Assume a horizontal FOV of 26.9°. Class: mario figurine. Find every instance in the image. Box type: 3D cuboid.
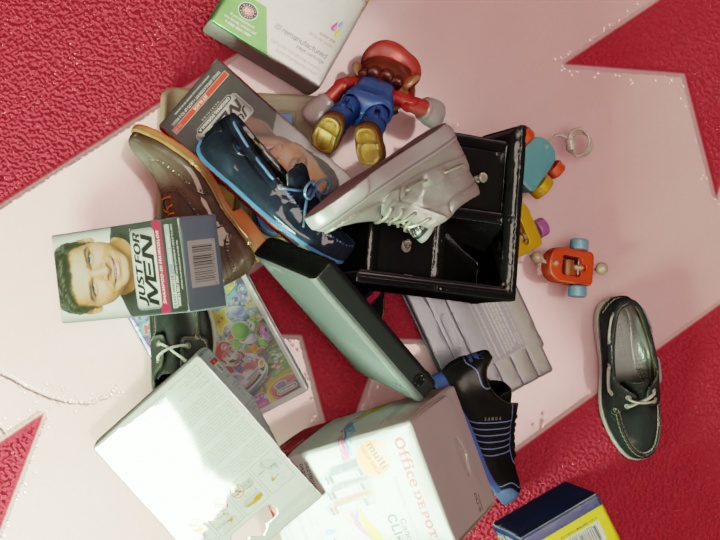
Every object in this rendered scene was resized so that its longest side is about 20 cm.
[{"bbox_3d":[0.016,-0.174,1.685,0.123,0.106,0.200,46,37,-11],"label":"mario figurine"}]

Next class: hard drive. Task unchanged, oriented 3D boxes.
[{"bbox_3d":[-0.017,0.050,1.617,0.033,0.139,0.200,-47,121,-13],"label":"hard drive"}]

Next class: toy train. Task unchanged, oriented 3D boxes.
[{"bbox_3d":[0.217,-0.069,1.778,0.150,0.056,0.201,3,84,-26],"label":"toy train"}]

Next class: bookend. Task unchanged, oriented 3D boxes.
[{"bbox_3d":[0.073,-0.072,1.673,0.198,0.092,0.201,8,83,-25],"label":"bookend"}]

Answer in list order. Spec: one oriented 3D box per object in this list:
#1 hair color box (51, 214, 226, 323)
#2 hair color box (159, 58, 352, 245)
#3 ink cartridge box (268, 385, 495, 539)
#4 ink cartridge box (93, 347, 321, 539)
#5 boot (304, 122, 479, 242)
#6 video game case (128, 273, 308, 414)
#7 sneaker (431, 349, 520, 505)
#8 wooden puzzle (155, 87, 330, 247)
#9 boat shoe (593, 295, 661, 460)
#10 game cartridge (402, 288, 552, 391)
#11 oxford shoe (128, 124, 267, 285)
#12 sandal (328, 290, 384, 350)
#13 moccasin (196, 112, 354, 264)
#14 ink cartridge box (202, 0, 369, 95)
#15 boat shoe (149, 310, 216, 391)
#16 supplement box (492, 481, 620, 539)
[{"bbox_3d":[-0.239,0.000,1.607,0.061,0.200,0.099,-7,91,-51],"label":"hair color box"},{"bbox_3d":[-0.115,-0.128,1.655,0.200,0.061,0.102,41,86,-6],"label":"hair color box"},{"bbox_3d":[0.019,0.233,1.640,0.200,0.145,0.146,-20,93,24],"label":"ink cartridge box"},{"bbox_3d":[-0.160,0.207,1.608,0.162,0.050,0.200,-41,96,12],"label":"ink cartridge box"},{"bbox_3d":[0.041,-0.068,1.568,0.200,0.074,0.096,-34,100,-25],"label":"boot"},{"bbox_3d":[-0.167,0.079,1.690,0.143,0.018,0.200,-28,95,6],"label":"video game case"},{"bbox_3d":[0.152,0.181,1.724,0.078,0.070,0.200,-29,118,0],"label":"sneaker"},{"bbox_3d":[-0.129,-0.111,1.704,0.199,0.046,0.186,3,89,-12],"label":"wooden puzzle"},{"bbox_3d":[0.321,0.130,1.790,0.075,0.060,0.201,-15,93,-12],"label":"boat shoe"},{"bbox_3d":[0.131,0.055,1.766,0.129,0.038,0.200,-26,95,-15],"label":"game cartridge"},{"bbox_3d":[-0.188,-0.072,1.625,0.200,0.071,0.073,47,71,-5],"label":"oxford shoe"},{"bbox_3d":[0.000,0.000,1.716,0.075,0.045,0.201,14,96,4],"label":"sandal"},{"bbox_3d":[-0.081,-0.087,1.587,0.200,0.080,0.068,39,99,-7],"label":"moccasin"},{"bbox_3d":[-0.065,-0.323,1.700,0.145,0.084,0.200,30,83,-10],"label":"ink cartridge box"},{"bbox_3d":[-0.197,0.095,1.652,0.072,0.068,0.201,-2,95,5],"label":"boat shoe"},{"bbox_3d":[0.255,0.364,1.749,0.109,0.109,0.200,-28,95,-11],"label":"supplement box"}]
